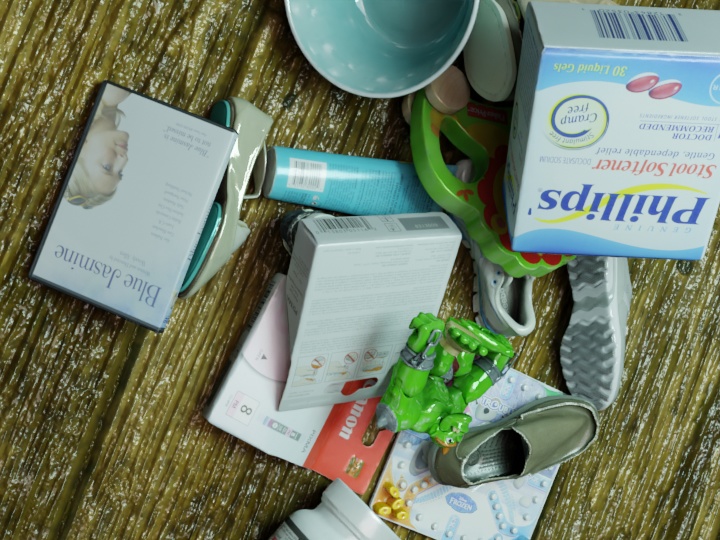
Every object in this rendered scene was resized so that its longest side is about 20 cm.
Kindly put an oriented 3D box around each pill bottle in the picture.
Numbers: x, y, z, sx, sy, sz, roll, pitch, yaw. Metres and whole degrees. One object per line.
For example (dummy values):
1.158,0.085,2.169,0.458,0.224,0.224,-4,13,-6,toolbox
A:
-0.056,0.313,1.020,0.116,0.116,0.200,45,81,-15,pill bottle

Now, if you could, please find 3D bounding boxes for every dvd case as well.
-0.214,-0.061,0.965,0.140,0.018,0.203,21,88,6,dvd case

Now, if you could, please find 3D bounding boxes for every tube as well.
0.000,-0.085,1.046,0.196,0.051,0.078,8,119,-20,tube

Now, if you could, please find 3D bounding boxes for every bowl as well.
0.034,-0.273,0.989,0.197,0.105,0.205,7,107,22,bowl

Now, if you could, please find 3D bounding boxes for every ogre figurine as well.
0.081,0.107,1.014,0.097,0.200,0.121,34,100,11,ogre figurine

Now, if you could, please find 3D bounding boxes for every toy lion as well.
0.141,-0.092,1.039,0.197,0.068,0.195,9,69,-27,toy lion

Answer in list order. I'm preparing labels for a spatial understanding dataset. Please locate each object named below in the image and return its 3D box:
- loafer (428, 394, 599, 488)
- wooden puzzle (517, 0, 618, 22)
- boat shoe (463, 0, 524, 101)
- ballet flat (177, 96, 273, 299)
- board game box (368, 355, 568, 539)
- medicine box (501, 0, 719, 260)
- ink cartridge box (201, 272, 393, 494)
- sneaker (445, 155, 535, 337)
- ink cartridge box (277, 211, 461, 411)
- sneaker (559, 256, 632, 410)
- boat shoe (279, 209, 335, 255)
0.171,0.187,1.077,0.197,0.070,0.077,-17,100,-16,loafer
0.236,-0.242,1.056,0.197,0.187,0.047,20,128,-23,wooden puzzle
0.134,-0.233,1.016,0.059,0.204,0.073,12,130,-24,boat shoe
-0.129,-0.066,1.001,0.068,0.069,0.204,16,88,-18,ballet flat
0.132,0.203,1.117,0.197,0.026,0.203,25,86,-19,board game box
0.228,-0.121,0.910,0.178,0.104,0.203,3,126,0,medicine box
-0.038,0.120,1.049,0.198,0.057,0.165,29,85,-13,ink cartridge box
0.147,-0.024,1.078,0.074,0.087,0.204,-19,98,-13,sneaker
0.000,0.040,1.006,0.157,0.047,0.203,-5,128,-29,ink cartridge box
0.272,0.052,1.126,0.081,0.074,0.204,-2,97,-43,sneaker
0.000,0.000,1.043,0.076,0.060,0.200,-52,124,-8,boat shoe
